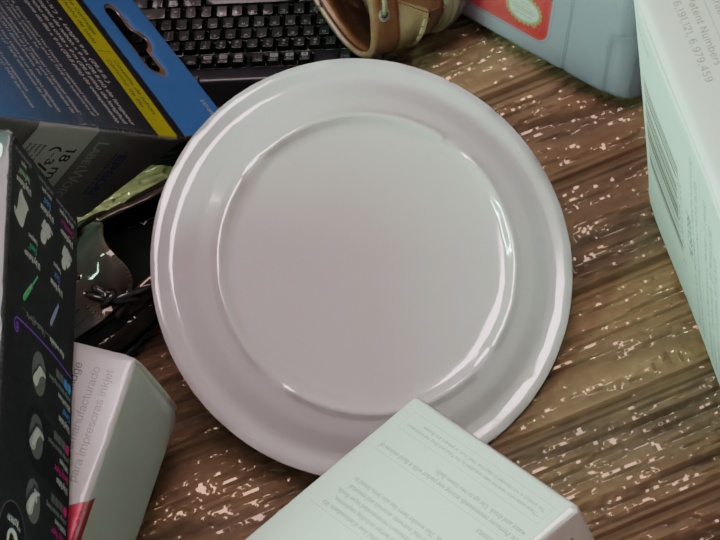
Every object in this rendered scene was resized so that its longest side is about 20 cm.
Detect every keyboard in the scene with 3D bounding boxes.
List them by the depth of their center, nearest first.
[{"bbox_3d":[-0.087,-0.100,1.503,0.199,0.021,0.127,-3,57,8],"label":"keyboard"}]

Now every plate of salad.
[{"bbox_3d":[0.000,0.000,1.389,0.199,0.048,0.201,2,80,-9],"label":"plate of salad"}]

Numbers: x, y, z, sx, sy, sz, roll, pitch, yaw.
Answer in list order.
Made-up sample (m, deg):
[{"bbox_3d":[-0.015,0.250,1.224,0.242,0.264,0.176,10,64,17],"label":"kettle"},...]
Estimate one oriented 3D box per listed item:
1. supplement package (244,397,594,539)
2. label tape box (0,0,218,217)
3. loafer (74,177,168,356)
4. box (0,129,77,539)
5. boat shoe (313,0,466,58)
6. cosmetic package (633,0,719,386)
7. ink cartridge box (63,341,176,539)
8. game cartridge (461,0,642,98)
[{"bbox_3d":[0.003,0.175,1.230,0.200,0.120,0.121,-38,38,-15],"label":"supplement package"},{"bbox_3d":[-0.173,-0.096,1.417,0.063,0.200,0.144,-49,62,23],"label":"label tape box"},{"bbox_3d":[-0.108,-0.012,1.422,0.200,0.063,0.072,-31,58,-12],"label":"loafer"},{"bbox_3d":[-0.192,0.054,1.251,0.122,0.106,0.201,-4,69,10],"label":"box"},{"bbox_3d":[-0.024,-0.194,1.460,0.072,0.076,0.200,-39,97,-33],"label":"boat shoe"},{"bbox_3d":[0.242,-0.044,1.327,0.199,0.168,0.167,-16,55,-1],"label":"cosmetic package"},{"bbox_3d":[-0.204,0.095,1.341,0.199,0.083,0.146,13,73,16],"label":"ink cartridge box"},{"bbox_3d":[0.071,-0.183,1.464,0.200,0.133,0.041,32,44,26],"label":"game cartridge"}]
